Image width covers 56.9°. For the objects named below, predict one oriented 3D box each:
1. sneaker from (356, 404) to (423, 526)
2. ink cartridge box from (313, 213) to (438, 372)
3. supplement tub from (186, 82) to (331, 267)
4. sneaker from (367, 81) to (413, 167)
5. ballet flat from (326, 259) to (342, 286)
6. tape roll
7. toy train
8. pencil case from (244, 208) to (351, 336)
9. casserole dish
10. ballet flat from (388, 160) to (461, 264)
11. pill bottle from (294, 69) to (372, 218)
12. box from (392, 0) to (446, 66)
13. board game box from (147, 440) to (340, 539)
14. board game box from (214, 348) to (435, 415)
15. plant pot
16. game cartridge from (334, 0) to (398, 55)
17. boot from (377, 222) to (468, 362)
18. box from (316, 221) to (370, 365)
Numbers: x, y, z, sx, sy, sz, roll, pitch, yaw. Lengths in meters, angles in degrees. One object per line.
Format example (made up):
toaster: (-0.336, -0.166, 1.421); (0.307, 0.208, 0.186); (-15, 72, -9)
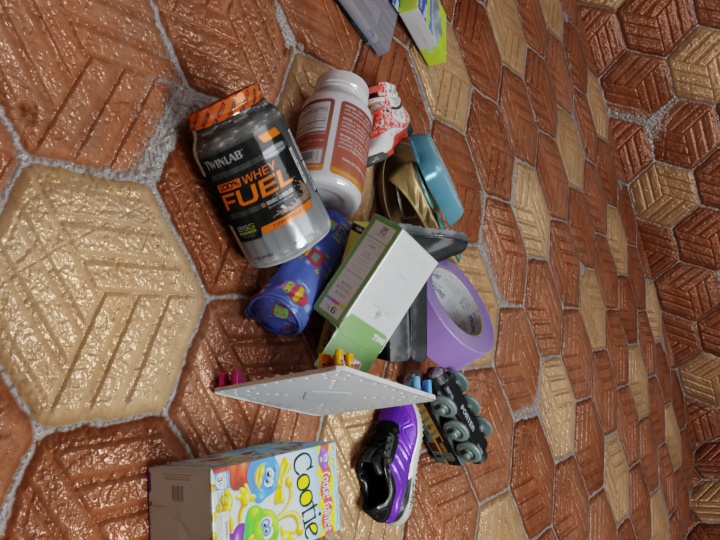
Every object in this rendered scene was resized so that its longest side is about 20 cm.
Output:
sneaker: (0.039, 0.275, 1.001); (0.099, 0.069, 0.204); (28, 59, -46)
ink cartridge box: (0.008, 0.040, 0.865); (0.202, 0.059, 0.104); (-57, 139, -3)
supplement tub: (-0.126, -0.117, 0.822); (0.123, 0.121, 0.202); (-48, 119, -48)
sneaker: (0.023, -0.250, 1.120); (0.109, 0.066, 0.202); (65, 34, -19)
ballet flat: (0.000, 0.000, 1.018); (0.200, 0.071, 0.073); (-48, 120, -49)
tape roll: (0.145, 0.068, 1.147); (0.199, 0.065, 0.202); (38, 32, -28)
toy train: (0.143, 0.247, 1.118); (0.202, 0.113, 0.085); (60, 43, -23)
pencil case: (-0.077, 0.004, 0.899); (0.077, 0.087, 0.201); (31, 47, -2)
casserole dish: (0.139, -0.164, 1.183); (0.200, 0.038, 0.123); (52, 19, -52)
ballet flat: (0.110, -0.092, 1.157); (0.202, 0.062, 0.069); (63, 13, -12)
pill bottle: (-0.041, -0.186, 0.971); (0.112, 0.111, 0.203); (36, 53, -44)
box: (0.120, -0.516, 1.313); (0.200, 0.047, 0.124); (37, 52, -59)
board game box: (-0.123, 0.258, 0.744); (0.199, 0.104, 0.105); (6, 77, -53)
board game box: (-0.040, 0.142, 0.808); (0.199, 0.198, 0.026); (26, 56, -48)
plant pot: (0.086, -0.130, 1.212); (0.199, 0.027, 0.204); (18, 68, -52)
game cartridge: (-0.002, -0.496, 1.176); (0.200, 0.038, 0.131); (44, 52, -41)
boot: (0.095, 0.038, 1.014); (0.162, 0.065, 0.204); (4, 81, -28)
box: (0.001, 0.034, 0.940); (0.075, 0.050, 0.203); (-4, 114, -49)
